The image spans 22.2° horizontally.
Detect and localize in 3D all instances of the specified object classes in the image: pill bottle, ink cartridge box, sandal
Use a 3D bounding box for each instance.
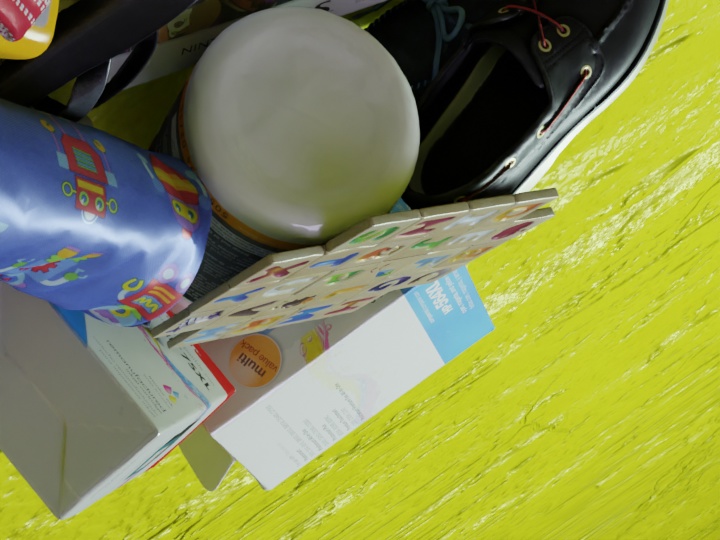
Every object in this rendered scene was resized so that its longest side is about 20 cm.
[{"bbox_3d":[-0.053,-0.043,0.929,0.116,0.117,0.200,-24,173,-24],"label":"pill bottle"},{"bbox_3d":[-0.134,0.045,0.928,0.067,0.116,0.200,-41,177,9],"label":"ink cartridge box"},{"bbox_3d":[-0.114,-0.091,0.793,0.199,0.043,0.076,-21,-154,47],"label":"sandal"},{"bbox_3d":[-0.044,0.026,1.089,0.199,0.129,0.125,-36,155,-3],"label":"ink cartridge box"}]

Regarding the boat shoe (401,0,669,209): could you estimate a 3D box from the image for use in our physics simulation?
[{"bbox_3d":[0.091,-0.107,0.944,0.202,0.074,0.063,-52,153,1],"label":"boat shoe"}]

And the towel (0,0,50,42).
[{"bbox_3d":[-0.103,-0.197,0.654,0.201,0.022,0.145,-61,158,-11],"label":"towel"}]

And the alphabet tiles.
[{"bbox_3d":[0.000,0.000,0.907,0.199,0.006,0.166,-11,166,-45],"label":"alphabet tiles"}]

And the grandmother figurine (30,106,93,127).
[{"bbox_3d":[-0.203,-0.009,0.912,0.200,0.061,0.121,-40,164,15],"label":"grandmother figurine"}]

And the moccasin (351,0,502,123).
[{"bbox_3d":[0.052,-0.144,1.001,0.200,0.080,0.068,-39,155,-31],"label":"moccasin"}]

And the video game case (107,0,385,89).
[{"bbox_3d":[-0.039,-0.182,0.844,0.180,0.036,0.201,-23,152,-29],"label":"video game case"}]

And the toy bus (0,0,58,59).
[{"bbox_3d":[-0.172,-0.129,0.691,0.199,0.065,0.079,9,88,-57],"label":"toy bus"}]

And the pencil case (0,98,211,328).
[{"bbox_3d":[-0.146,-0.028,0.762,0.086,0.079,0.200,-20,161,26],"label":"pencil case"}]
